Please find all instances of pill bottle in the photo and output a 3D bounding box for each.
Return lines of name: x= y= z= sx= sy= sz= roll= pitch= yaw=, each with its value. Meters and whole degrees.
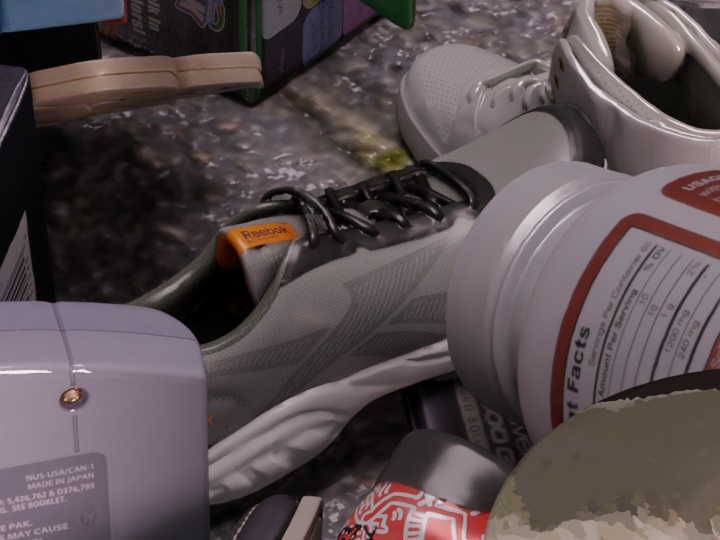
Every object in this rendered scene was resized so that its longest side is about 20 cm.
pill bottle: x=0.119 y=0.033 z=0.812 sx=0.112 sy=0.113 sz=0.200 roll=-25 pitch=31 yaw=-30

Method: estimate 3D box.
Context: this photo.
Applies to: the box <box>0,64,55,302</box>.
box: x=-0.207 y=0.010 z=0.906 sx=0.199 sy=0.149 sz=0.105 roll=6 pitch=41 yaw=9

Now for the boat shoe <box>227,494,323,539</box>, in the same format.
boat shoe: x=-0.064 y=0.132 z=0.809 sx=0.062 sy=0.073 sz=0.200 roll=14 pitch=43 yaw=13

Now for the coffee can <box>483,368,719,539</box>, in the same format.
coffee can: x=0.098 y=0.147 z=0.682 sx=0.145 sy=0.201 sz=0.147 roll=1 pitch=37 yaw=0

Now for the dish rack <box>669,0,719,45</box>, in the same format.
dish rack: x=0.206 y=-0.084 z=1.068 sx=0.170 sy=0.044 sz=0.200 roll=1 pitch=6 yaw=1

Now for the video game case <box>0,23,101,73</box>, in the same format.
video game case: x=-0.210 y=-0.083 z=1.075 sx=0.199 sy=0.026 sz=0.181 roll=-9 pitch=12 yaw=-12

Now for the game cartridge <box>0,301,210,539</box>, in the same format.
game cartridge: x=-0.144 y=0.072 z=0.837 sx=0.199 sy=0.134 sz=0.041 roll=-9 pitch=45 yaw=-13

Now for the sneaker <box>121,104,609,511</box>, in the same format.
sneaker: x=0.000 y=0.000 z=0.938 sx=0.200 sy=0.080 sz=0.074 roll=-33 pitch=37 yaw=-14

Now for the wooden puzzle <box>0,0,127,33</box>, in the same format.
wooden puzzle: x=-0.150 y=-0.101 z=0.994 sx=0.184 sy=0.037 sz=0.200 roll=-6 pitch=7 yaw=-3

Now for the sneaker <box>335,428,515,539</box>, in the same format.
sneaker: x=0.072 y=0.140 z=0.814 sx=0.201 sy=0.067 sz=0.108 roll=29 pitch=69 yaw=8

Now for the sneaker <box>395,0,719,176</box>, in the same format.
sneaker: x=0.083 y=-0.065 z=1.039 sx=0.073 sy=0.116 sz=0.200 roll=-24 pitch=42 yaw=-26

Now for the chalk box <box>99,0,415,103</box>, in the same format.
chalk box: x=-0.050 y=-0.164 z=1.163 sx=0.199 sy=0.125 sz=0.124 roll=25 pitch=43 yaw=28

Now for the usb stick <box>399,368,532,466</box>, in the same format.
usb stick: x=0.044 y=0.056 z=0.945 sx=0.055 sy=0.033 sz=0.200 roll=-2 pitch=36 yaw=-9

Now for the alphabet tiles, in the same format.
alphabet tiles: x=-0.139 y=-0.057 z=1.014 sx=0.199 sy=0.015 sz=0.195 roll=-8 pitch=1 yaw=34
